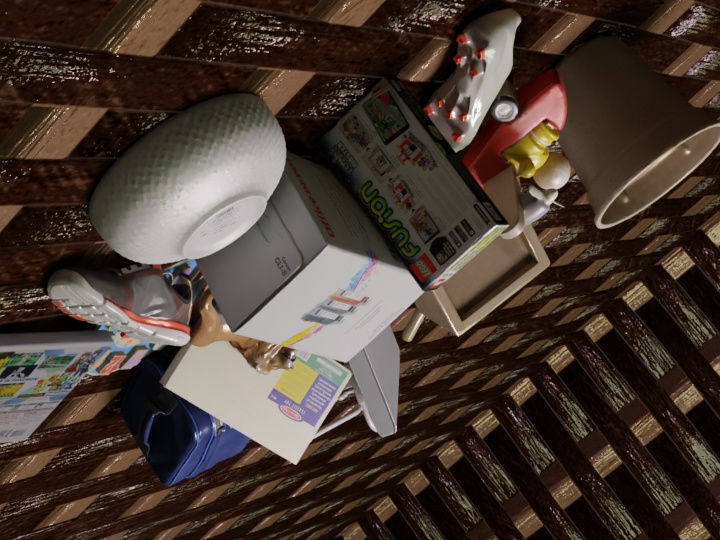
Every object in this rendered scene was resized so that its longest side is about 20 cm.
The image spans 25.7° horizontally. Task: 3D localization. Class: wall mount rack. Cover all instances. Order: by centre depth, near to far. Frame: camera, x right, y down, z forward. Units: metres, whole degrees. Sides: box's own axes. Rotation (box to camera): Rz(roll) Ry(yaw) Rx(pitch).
[{"bbox_3d":[-0.041,0.126,1.969,0.074,0.200,0.174,-15,-169,20],"label":"wall mount rack"}]

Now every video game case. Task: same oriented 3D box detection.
[{"bbox_3d":[-0.377,0.124,1.624,0.182,0.022,0.200,-45,154,28],"label":"video game case"}]

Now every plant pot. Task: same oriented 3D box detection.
[{"bbox_3d":[0.319,-0.185,1.967,0.200,0.184,0.201,-34,164,-11],"label":"plant pot"}]

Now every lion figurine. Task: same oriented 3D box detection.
[{"bbox_3d":[-0.143,0.057,1.756,0.200,0.073,0.123,11,123,-40],"label":"lion figurine"}]

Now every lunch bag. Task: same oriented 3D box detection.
[{"bbox_3d":[-0.212,0.170,1.950,0.132,0.136,0.200,-27,161,-32],"label":"lunch bag"}]

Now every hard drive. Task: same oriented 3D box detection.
[{"bbox_3d":[0.017,0.102,1.988,0.026,0.132,0.200,-17,-157,10],"label":"hard drive"}]

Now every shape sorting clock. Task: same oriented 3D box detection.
[{"bbox_3d":[-0.227,0.049,1.743,0.200,0.039,0.200,-34,165,-10],"label":"shape sorting clock"}]

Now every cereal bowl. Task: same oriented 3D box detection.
[{"bbox_3d":[-0.149,-0.071,1.478,0.200,0.083,0.200,-33,165,-10],"label":"cereal bowl"}]

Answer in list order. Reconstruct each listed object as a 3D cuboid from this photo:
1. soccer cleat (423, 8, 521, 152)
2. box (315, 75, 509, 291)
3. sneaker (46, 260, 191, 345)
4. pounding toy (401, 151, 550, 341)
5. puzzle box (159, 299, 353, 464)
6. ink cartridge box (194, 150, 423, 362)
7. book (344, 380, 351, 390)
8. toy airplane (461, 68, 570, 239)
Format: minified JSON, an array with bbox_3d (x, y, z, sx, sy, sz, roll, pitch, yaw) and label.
[{"bbox_3d":[0.124,-0.200,1.711,0.078,0.069,0.200,-32,159,-32],"label":"soccer cleat"},{"bbox_3d":[0.051,-0.091,1.632,0.110,0.200,0.035,-42,164,23],"label":"box"},{"bbox_3d":[-0.240,0.017,1.596,0.077,0.082,0.200,5,166,29],"label":"sneaker"},{"bbox_3d":[0.115,-0.016,2.004,0.184,0.200,0.142,-37,-151,-12],"label":"pounding toy"},{"bbox_3d":[-0.121,0.126,1.860,0.133,0.200,0.025,-57,-155,-5],"label":"puzzle box"},{"bbox_3d":[-0.055,-0.014,1.648,0.145,0.145,0.200,-42,148,19],"label":"ink cartridge box"},{"bbox_3d":[-0.100,0.115,2.040,0.048,0.134,0.200,-38,166,18],"label":"book"},{"bbox_3d":[0.171,-0.121,1.810,0.199,0.141,0.200,-12,-121,70],"label":"toy airplane"}]
